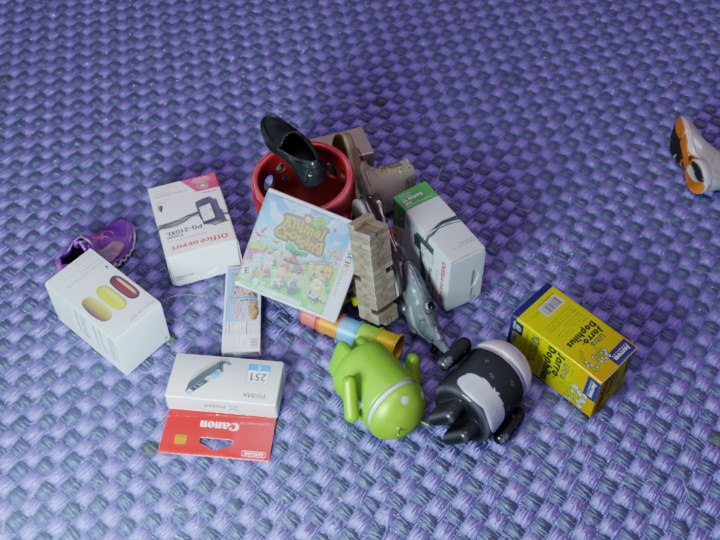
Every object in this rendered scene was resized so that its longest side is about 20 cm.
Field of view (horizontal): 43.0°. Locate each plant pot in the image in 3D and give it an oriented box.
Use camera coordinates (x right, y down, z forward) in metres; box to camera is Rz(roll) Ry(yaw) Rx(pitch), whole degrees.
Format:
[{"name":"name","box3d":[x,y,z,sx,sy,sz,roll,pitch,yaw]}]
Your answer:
[{"name":"plant pot","box3d":[-0.107,-0.120,1.778,0.196,0.184,0.203,0,50,0]}]

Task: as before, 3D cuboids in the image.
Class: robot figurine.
[{"name":"robot figurine","box3d":[0.031,0.202,1.552,0.174,0.117,0.200,-11,45,-42]},{"name":"robot figurine","box3d":[0.203,0.206,1.545,0.124,0.152,0.200,21,50,37]}]

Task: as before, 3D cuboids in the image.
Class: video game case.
[{"name":"video game case","box3d":[-0.104,-0.026,1.640,0.197,0.022,0.185,21,90,-2]}]

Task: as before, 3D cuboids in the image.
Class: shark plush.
[{"name":"shark plush","box3d":[0.112,0.082,1.667,0.089,0.084,0.202,-2,51,-15]}]

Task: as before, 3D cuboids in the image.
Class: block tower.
[{"name":"block tower","box3d":[0.024,0.003,1.633,0.057,0.203,0.054,20,39,42]}]

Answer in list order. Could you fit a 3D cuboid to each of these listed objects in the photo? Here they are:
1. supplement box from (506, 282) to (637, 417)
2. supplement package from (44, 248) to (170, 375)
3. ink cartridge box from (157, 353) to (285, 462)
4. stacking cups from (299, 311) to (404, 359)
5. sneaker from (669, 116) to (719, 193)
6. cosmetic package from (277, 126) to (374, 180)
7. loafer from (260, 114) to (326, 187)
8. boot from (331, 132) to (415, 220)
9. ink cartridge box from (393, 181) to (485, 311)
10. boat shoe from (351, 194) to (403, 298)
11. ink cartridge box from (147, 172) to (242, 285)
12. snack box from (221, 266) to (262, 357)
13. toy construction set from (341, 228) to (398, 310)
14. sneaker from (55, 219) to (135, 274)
[{"name":"supplement box","box3d":[0.366,0.138,1.608,0.109,0.110,0.199,-36,58,-27]},{"name":"supplement package","box3d":[-0.459,0.074,1.666,0.199,0.110,0.114,32,57,24]},{"name":"ink cartridge box","box3d":[-0.239,0.233,1.576,0.196,0.045,0.178,4,49,4]},{"name":"stacking cups","box3d":[-0.020,0.109,1.665,0.197,0.061,0.061,21,53,17]},{"name":"sneaker","box3d":[0.732,-0.246,1.960,0.090,0.076,0.203,-1,57,-11]},{"name":"cosmetic package","box3d":[-0.076,-0.216,1.912,0.197,0.104,0.088,-17,52,-11]},{"name":"loafer","box3d":[-0.128,-0.238,1.714,0.067,0.071,0.201,-27,54,-19]},{"name":"boot","box3d":[0.031,-0.203,1.851,0.153,0.203,0.072,-26,23,-23]},{"name":"ink cartridge box","box3d":[0.145,-0.045,1.738,0.082,0.148,0.201,-24,53,-19]},{"name":"boat shoe","box3d":[0.047,-0.050,1.688,0.056,0.067,0.203,-19,79,-21]},{"name":"ink cartridge box","box3d":[-0.329,-0.084,1.814,0.142,0.085,0.202,-15,51,-12]},{"name":"snack box","box3d":[-0.221,0.075,1.720,0.070,0.025,0.202,-3,50,-1]},{"name":"toy construction set","box3d":[0.000,0.000,1.746,0.199,0.093,0.131,-36,57,-13]},{"name":"sneaker","box3d":[-0.518,-0.039,1.776,0.080,0.089,0.200,26,54,22]}]
